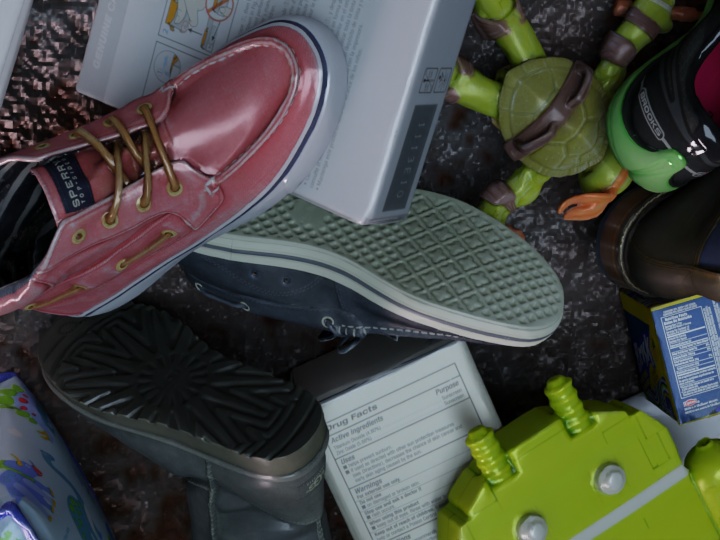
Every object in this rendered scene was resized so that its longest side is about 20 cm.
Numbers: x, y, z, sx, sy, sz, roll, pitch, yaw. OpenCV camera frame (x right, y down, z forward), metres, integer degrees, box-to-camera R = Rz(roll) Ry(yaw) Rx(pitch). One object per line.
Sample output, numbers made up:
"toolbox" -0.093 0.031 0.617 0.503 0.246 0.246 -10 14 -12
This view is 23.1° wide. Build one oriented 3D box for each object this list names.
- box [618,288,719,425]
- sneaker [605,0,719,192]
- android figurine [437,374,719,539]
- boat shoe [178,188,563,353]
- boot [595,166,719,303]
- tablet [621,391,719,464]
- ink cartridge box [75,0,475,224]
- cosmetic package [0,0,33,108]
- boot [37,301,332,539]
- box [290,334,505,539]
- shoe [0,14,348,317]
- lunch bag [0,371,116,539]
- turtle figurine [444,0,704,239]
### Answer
"box" 0.241 0.017 0.904 0.199 0.070 0.065 -15 98 -3
"sneaker" 0.195 -0.117 0.831 0.077 0.084 0.200 40 71 -23
"android figurine" 0.115 0.147 0.854 0.181 0.041 0.201 -29 106 -12
"boat shoe" 0.000 0.000 0.846 0.199 0.075 0.062 13 139 11
"boot" 0.218 -0.045 0.856 0.200 0.097 0.075 -37 113 -11
"tablet" 0.152 0.132 0.963 0.199 0.014 0.131 -23 110 0
"ink cartridge box" -0.030 -0.144 0.808 0.173 0.043 0.201 25 107 26
"cosmetic package" -0.224 -0.113 0.726 0.167 0.200 0.167 17 104 -13
"boot" -0.075 0.126 0.892 0.073 0.181 0.201 -43 143 -29
"box" 0.045 0.129 0.899 0.095 0.078 0.201 -23 103 1
"shoe" -0.098 -0.041 0.779 0.200 0.091 0.072 -38 74 28
"lunch bag" -0.163 0.178 0.847 0.127 0.170 0.201 -29 112 2
"turtle figurine" 0.076 -0.076 0.856 0.161 0.064 0.200 38 99 -18
